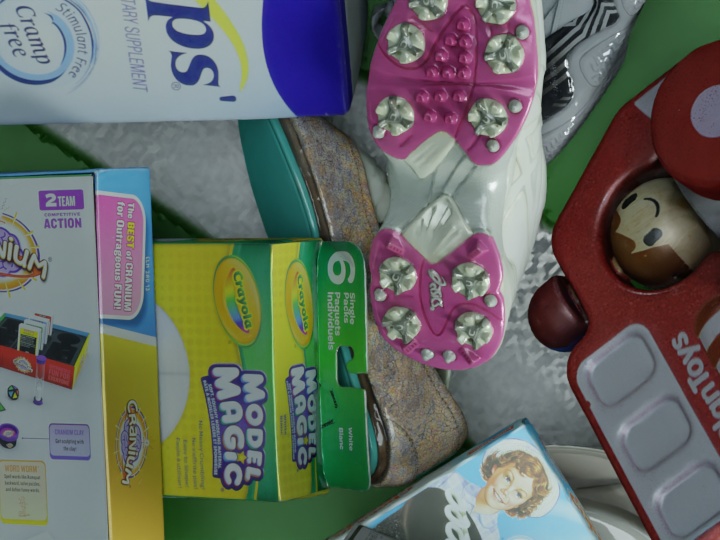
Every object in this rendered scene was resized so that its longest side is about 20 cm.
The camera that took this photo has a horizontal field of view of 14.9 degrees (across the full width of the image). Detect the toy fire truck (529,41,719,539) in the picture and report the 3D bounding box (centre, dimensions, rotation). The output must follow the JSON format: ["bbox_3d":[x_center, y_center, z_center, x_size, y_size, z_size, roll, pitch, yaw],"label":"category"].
[{"bbox_3d":[0.156,0.008,1.194,0.168,0.112,0.200,-38,58,16],"label":"toy fire truck"}]

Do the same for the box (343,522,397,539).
[{"bbox_3d":[0.072,0.177,1.137,0.199,0.117,0.060,22,95,3],"label":"box"}]

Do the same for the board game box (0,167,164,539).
[{"bbox_3d":[-0.162,0.055,1.234,0.153,0.040,0.201,0,94,32],"label":"board game box"}]

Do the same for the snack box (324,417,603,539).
[{"bbox_3d":[0.077,0.180,1.213,0.116,0.037,0.200,-32,89,6],"label":"snack box"}]

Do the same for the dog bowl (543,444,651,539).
[{"bbox_3d":[0.091,0.176,1.260,0.199,0.059,0.201,0,94,5],"label":"dog bowl"}]

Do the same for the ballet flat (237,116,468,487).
[{"bbox_3d":[0.000,0.000,1.256,0.067,0.068,0.201,-13,82,-24],"label":"ballet flat"}]

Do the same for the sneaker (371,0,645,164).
[{"bbox_3d":[0.081,-0.149,1.209,0.115,0.075,0.200,33,125,7],"label":"sneaker"}]

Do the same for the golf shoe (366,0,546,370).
[{"bbox_3d":[0.047,-0.060,1.188,0.075,0.092,0.201,15,119,16],"label":"golf shoe"}]

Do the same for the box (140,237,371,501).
[{"bbox_3d":[-0.086,0.044,1.237,0.199,0.048,0.118,0,93,29],"label":"box"}]

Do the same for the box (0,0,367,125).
[{"bbox_3d":[-0.103,-0.168,1.200,0.199,0.105,0.185,-2,125,5],"label":"box"}]
